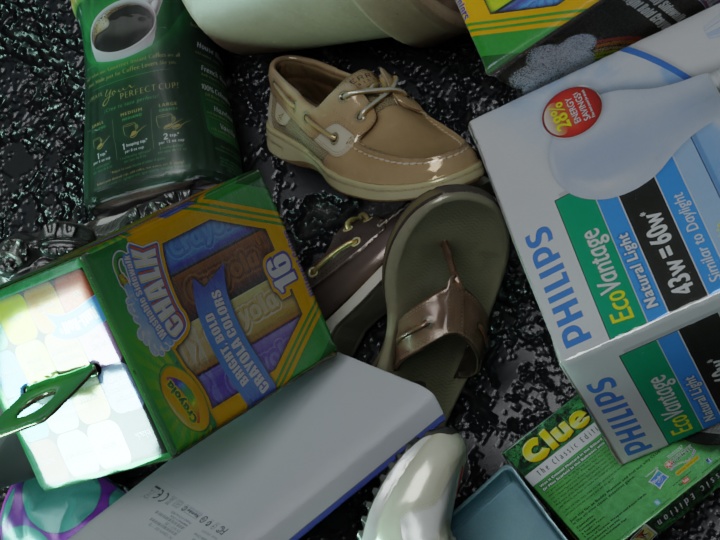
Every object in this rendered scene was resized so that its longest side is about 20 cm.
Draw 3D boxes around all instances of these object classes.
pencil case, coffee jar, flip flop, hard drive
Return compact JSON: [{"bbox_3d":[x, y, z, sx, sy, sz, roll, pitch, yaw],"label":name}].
[{"bbox_3d":[-0.130,0.181,1.181,0.200,0.085,0.092,23,97,22],"label":"pencil case"},{"bbox_3d":[-0.139,-0.134,1.272,0.104,0.085,0.200,-13,72,22],"label":"coffee jar"},{"bbox_3d":[0.045,0.043,1.134,0.058,0.081,0.200,50,127,58],"label":"flip flop"},{"bbox_3d":[-0.063,0.122,1.081,0.200,0.025,0.132,-37,27,-20],"label":"hard drive"}]

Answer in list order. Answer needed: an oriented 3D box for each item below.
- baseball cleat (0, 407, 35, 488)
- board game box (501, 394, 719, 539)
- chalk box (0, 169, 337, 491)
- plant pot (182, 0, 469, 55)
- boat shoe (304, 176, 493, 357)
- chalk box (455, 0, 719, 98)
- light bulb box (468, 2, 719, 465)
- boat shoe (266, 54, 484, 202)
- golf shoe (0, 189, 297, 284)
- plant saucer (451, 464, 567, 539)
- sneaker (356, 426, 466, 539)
[{"bbox_3d":[-0.160,0.092,1.171,0.106,0.200,0.070,31,130,19],"label":"baseball cleat"},{"bbox_3d":[0.191,0.082,1.108,0.200,0.023,0.105,-37,48,-4],"label":"board game box"},{"bbox_3d":[-0.135,0.041,1.075,0.124,0.200,0.124,-18,97,41],"label":"chalk box"},{"bbox_3d":[-0.028,-0.224,1.222,0.175,0.200,0.200,-18,69,30],"label":"plant pot"},{"bbox_3d":[0.000,0.000,1.200,0.200,0.072,0.060,-46,70,7],"label":"boat shoe"},{"bbox_3d":[0.160,-0.201,1.119,0.200,0.125,0.124,-32,65,21],"label":"chalk box"},{"bbox_3d":[0.194,-0.028,1.088,0.200,0.125,0.198,-25,49,9],"label":"light bulb box"},{"bbox_3d":[0.000,-0.092,1.179,0.200,0.071,0.065,21,125,49],"label":"boat shoe"},{"bbox_3d":[-0.137,-0.008,1.235,0.200,0.094,0.078,-4,84,5],"label":"golf shoe"},{"bbox_3d":[0.036,0.202,1.091,0.200,0.019,0.070,-44,65,14],"label":"plant saucer"},{"bbox_3d":[0.038,0.190,1.050,0.093,0.070,0.200,22,92,20],"label":"sneaker"}]
